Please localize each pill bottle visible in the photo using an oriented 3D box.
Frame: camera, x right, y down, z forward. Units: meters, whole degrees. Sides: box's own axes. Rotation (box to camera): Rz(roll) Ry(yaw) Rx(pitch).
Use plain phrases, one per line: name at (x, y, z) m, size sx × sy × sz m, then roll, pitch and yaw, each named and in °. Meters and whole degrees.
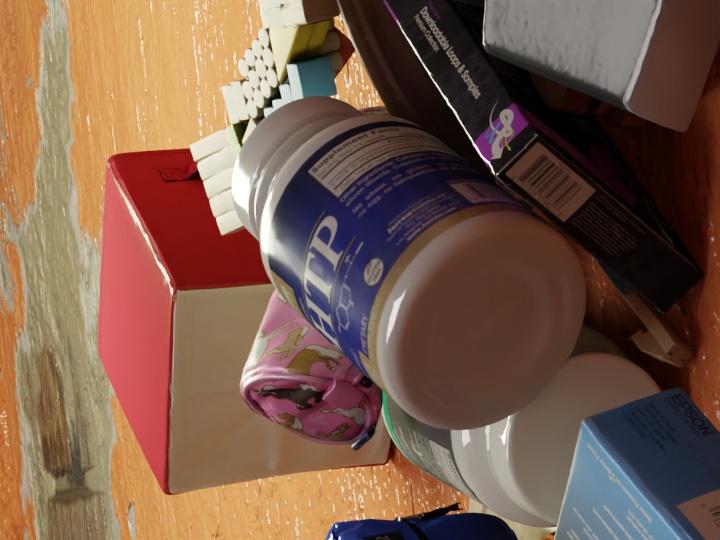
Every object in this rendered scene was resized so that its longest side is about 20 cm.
pill bottle at (0.017, -0.012, 1.558) m, size 0.200 × 0.120 × 0.120 m, roll 41°, pitch 135°, yaw 50°
pill bottle at (0.091, 0.078, 1.641) m, size 0.200 × 0.113 × 0.113 m, roll -161°, pitch 66°, yaw -71°

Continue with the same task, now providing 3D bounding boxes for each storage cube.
storage cube at (-0.078, 0.030, 2.091) m, size 0.180 × 0.171 × 0.200 m, roll -122°, pitch 31°, yaw -53°

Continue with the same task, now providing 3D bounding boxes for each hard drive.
hard drive at (0.124, -0.178, 1.416) m, size 0.135 × 0.042 × 0.200 m, roll 27°, pitch 111°, yaw 41°

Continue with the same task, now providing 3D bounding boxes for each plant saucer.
plant saucer at (0.042, -0.133, 1.696) m, size 0.200 × 0.029 × 0.200 m, roll 49°, pitch -154°, yaw -35°

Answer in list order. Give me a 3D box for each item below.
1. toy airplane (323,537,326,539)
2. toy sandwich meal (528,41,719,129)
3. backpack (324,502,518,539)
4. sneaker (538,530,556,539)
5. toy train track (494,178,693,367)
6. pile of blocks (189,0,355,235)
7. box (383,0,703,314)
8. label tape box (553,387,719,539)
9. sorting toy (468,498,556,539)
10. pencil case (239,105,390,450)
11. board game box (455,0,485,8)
toy airplane at (-0.007, 0.299, 1.998) m, size 0.200 × 0.141 × 0.199 m, roll 100°, pitch 156°, yaw -43°
toy sandwich meal at (0.129, -0.175, 1.495) m, size 0.205 × 0.070 × 0.206 m, roll 174°, pitch 90°, yaw -74°
backpack at (0.009, 0.226, 1.696) m, size 0.163 × 0.200 × 0.168 m, roll -131°, pitch 42°, yaw -57°
sneaker at (0.126, 0.235, 1.616) m, size 0.070 × 0.090 × 0.200 m, roll 178°, pitch 86°, yaw -73°
toy train track at (0.108, -0.018, 1.596) m, size 0.033 × 0.115 × 0.200 m, roll -44°, pitch 57°, yaw 13°
pile of blocks at (-0.033, -0.095, 1.705) m, size 0.082 × 0.062 × 0.200 m, roll 57°, pitch 146°, yaw 23°
box at (0.092, -0.076, 1.565) m, size 0.036 × 0.143 × 0.200 m, roll -45°, pitch 37°, yaw 11°
label tape box at (0.157, 0.181, 1.491) m, size 0.143 × 0.066 × 0.200 m, roll 50°, pitch 147°, yaw 38°
sorting toy at (0.108, 0.210, 1.766) m, size 0.185 × 0.036 × 0.200 m, roll -131°, pitch 43°, yaw -57°
pencil case at (0.000, 0.000, 1.690) m, size 0.083 × 0.086 × 0.200 m, roll 91°, pitch -164°, yaw -59°
board game box at (0.082, -0.247, 1.555) m, size 0.135 × 0.028 × 0.200 m, roll -78°, pitch 1°, yaw -72°
